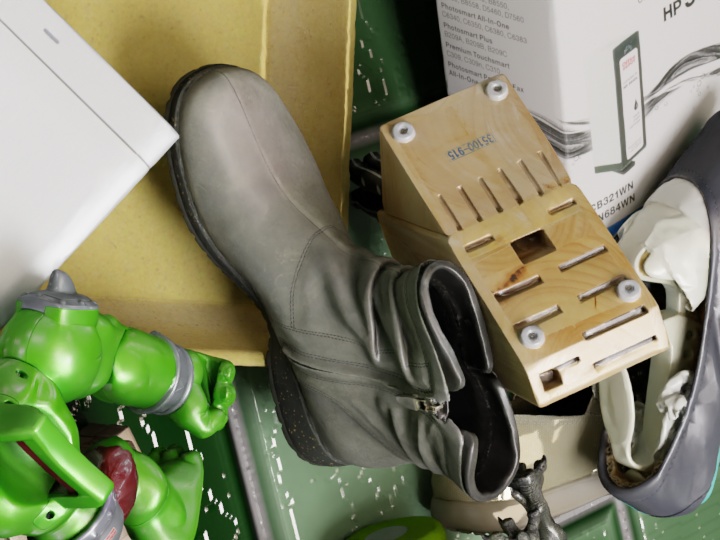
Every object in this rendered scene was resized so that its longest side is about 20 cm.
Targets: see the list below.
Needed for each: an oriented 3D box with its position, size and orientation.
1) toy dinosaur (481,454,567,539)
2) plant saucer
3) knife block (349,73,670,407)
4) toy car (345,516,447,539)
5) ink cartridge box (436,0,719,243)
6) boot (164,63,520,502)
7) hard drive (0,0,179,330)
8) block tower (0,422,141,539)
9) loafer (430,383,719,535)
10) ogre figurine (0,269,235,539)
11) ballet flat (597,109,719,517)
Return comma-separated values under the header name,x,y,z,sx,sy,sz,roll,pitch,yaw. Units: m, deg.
name,x,y,z,sx,sy,sz,roll,pitch,yaw
toy dinosaur,0.083,0.139,0.954,0.047,0.200,0.089,-22,104,-6
plant saucer,-0.097,-0.060,0.947,0.199,0.048,0.202,4,88,-37
knife block,0.059,0.007,0.970,0.064,0.201,0.176,-24,148,-11
toy car,0.046,0.217,0.954,0.157,0.199,0.166,-23,103,-34
ink cartridge box,0.119,-0.102,1.047,0.146,0.084,0.201,-32,130,-31
boot,0.000,0.000,0.907,0.068,0.130,0.201,-32,108,-32
hard drive,-0.186,-0.027,0.848,0.132,0.027,0.200,44,78,-11
block tower,-0.166,0.136,0.889,0.200,0.054,0.058,-35,109,-32
loafer,0.120,0.077,1.088,0.199,0.075,0.069,-17,106,-35
ogre figurine,-0.122,0.088,0.827,0.200,0.098,0.120,-45,130,-16
ballet flat,0.149,0.020,1.018,0.073,0.073,0.202,4,98,-36
